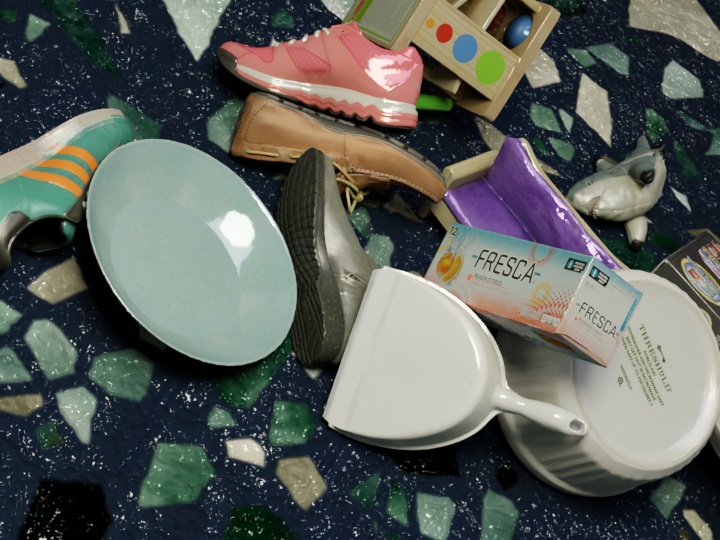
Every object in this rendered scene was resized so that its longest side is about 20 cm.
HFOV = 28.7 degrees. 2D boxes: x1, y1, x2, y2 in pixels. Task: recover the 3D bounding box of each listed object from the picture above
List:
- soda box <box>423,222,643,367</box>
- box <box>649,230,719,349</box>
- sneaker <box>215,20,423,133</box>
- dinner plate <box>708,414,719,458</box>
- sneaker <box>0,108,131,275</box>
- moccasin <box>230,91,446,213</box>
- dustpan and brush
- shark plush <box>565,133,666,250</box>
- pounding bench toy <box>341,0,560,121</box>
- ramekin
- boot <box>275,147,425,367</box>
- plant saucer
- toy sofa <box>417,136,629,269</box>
[{"bbox_3d":[0.133,0.016,1.141,0.063,0.199,0.069,32,84,-31],"label":"soda box"},{"bbox_3d":[0.379,0.060,1.405,0.200,0.044,0.160,49,29,11],"label":"box"},{"bbox_3d":[-0.033,-0.189,1.287,0.197,0.088,0.074,17,1,9],"label":"sneaker"},{"bbox_3d":[0.358,0.173,1.293,0.200,0.024,0.201,45,20,-21],"label":"dinner plate"},{"bbox_3d":[-0.239,-0.059,1.090,0.080,0.071,0.200,53,43,-1],"label":"sneaker"},{"bbox_3d":[-0.018,-0.096,1.265,0.199,0.079,0.074,17,3,-17],"label":"moccasin"},{"bbox_3d":[0.086,0.093,1.122,0.198,0.141,0.057,18,-6,19],"label":"dustpan and brush"},{"bbox_3d":[0.284,-0.112,1.500,0.082,0.092,0.201,14,44,19],"label":"shark plush"},{"bbox_3d":[0.073,-0.209,1.379,0.155,0.201,0.124,31,3,-31],"label":"pounding bench toy"},{"bbox_3d":[0.217,0.091,1.194,0.200,0.094,0.206,4,80,-24],"label":"ramekin"},{"bbox_3d":[0.000,0.000,1.207,0.129,0.068,0.203,11,61,-33],"label":"boot"},{"bbox_3d":[-0.139,-0.009,1.116,0.199,0.039,0.203,26,46,-30],"label":"plant saucer"},{"bbox_3d":[0.154,-0.021,1.304,0.082,0.098,0.201,-22,70,-44],"label":"toy sofa"}]
